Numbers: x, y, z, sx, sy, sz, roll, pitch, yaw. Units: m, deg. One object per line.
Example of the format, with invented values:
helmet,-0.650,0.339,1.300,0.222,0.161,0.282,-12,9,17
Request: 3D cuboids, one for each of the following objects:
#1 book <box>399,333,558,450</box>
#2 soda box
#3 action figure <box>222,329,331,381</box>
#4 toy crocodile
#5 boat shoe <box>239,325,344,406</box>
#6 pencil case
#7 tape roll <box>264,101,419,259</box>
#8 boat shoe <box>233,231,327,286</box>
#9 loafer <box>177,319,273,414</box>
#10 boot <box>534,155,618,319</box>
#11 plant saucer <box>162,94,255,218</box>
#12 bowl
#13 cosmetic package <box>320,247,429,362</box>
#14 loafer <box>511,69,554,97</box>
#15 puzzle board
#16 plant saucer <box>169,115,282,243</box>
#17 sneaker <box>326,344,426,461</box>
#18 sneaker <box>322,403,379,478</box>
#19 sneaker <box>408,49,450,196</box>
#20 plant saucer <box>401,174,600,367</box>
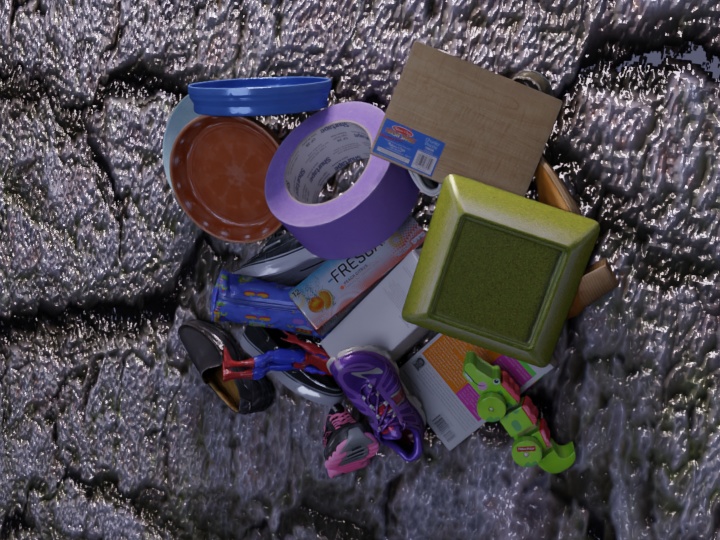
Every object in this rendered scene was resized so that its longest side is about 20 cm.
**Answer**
book,0.151,0.135,1.232,0.200,0.048,0.134,-44,78,27
soda box,0.000,0.000,1.240,0.199,0.064,0.069,-39,76,-4
action figure,-0.097,0.125,1.297,0.066,0.198,0.052,104,161,-49
toy crocodile,0.200,0.183,1.168,0.062,0.068,0.200,-36,99,21
boat shoe,-0.101,0.132,1.364,0.199,0.068,0.057,32,110,25
pencil case,-0.119,0.049,1.314,0.198,0.087,0.079,8,83,2
tape roll,-0.025,-0.122,1.221,0.198,0.085,0.202,-16,54,23
boat shoe,-0.113,-0.022,1.359,0.199,0.072,0.072,-18,64,32
loafer,-0.225,0.150,1.434,0.199,0.072,0.073,38,114,22
boot,0.219,-0.028,1.149,0.143,0.071,0.202,-28,90,19
plant saucer,-0.221,-0.181,1.411,0.199,0.039,0.203,4,97,30
bowl,-0.140,-0.243,1.264,0.199,0.200,0.040,7,108,29
cosmetic package,0.053,0.062,1.244,0.200,0.107,0.085,-44,76,25
loafer,0.189,-0.156,1.158,0.075,0.069,0.202,23,107,26
puzzle board,0.130,-0.176,1.122,0.198,0.017,0.152,23,89,4
plant saucer,-0.186,-0.138,1.339,0.198,0.032,0.202,8,118,15
sneaker,0.031,0.176,1.197,0.080,0.084,0.200,-31,121,16
sneaker,-0.025,0.232,1.283,0.078,0.200,0.096,-12,71,-12
sneaker,0.098,-0.193,1.181,0.073,0.115,0.202,-13,88,32
plant saucer,0.167,0.009,1.107,0.198,0.048,0.202,18,108,4
